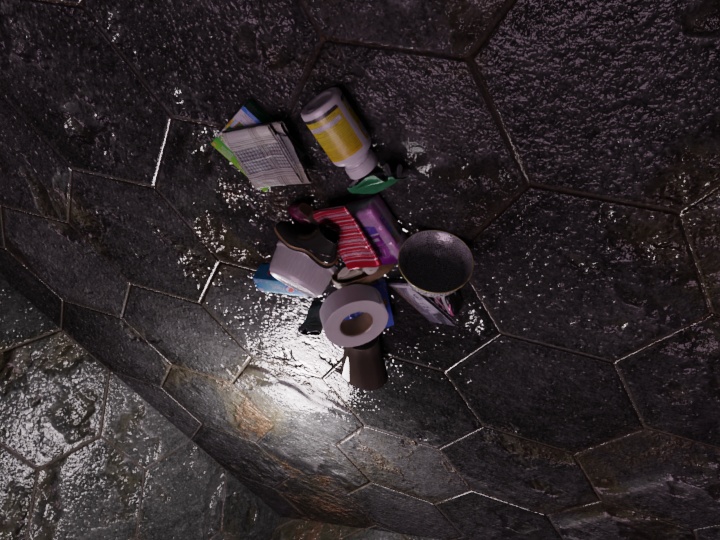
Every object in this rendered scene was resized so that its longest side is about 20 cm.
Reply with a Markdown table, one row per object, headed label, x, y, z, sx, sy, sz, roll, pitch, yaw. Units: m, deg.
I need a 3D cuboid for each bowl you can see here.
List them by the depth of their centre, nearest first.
| label | x | y | z | sx | sy | sz | roll | pitch | yaw |
| --- | --- | --- | --- | --- | --- | --- | --- | --- | --- |
| bowl | 0.193 | 0.001 | 1.588 | 0.198 | 0.202 | 0.095 | 17 | 145 | 11 |

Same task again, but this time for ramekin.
| label | x | y | z | sx | sy | sz | roll | pitch | yaw |
| --- | --- | --- | --- | --- | --- | --- | --- | --- | --- |
| ramekin | -0.178 | -0.002 | 1.803 | 0.198 | 0.106 | 0.200 | 25 | 169 | 5 |

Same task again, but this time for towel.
| label | x | y | z | sx | sy | sz | roll | pitch | yaw |
| --- | --- | --- | --- | --- | --- | --- | --- | --- | --- |
| towel | -0.243 | -0.292 | 1.564 | 0.197 | 0.035 | 0.194 | -1 | 134 | 30 |
| towel | -0.036 | -0.086 | 1.643 | 0.143 | 0.023 | 0.201 | -2 | 129 | 48 |

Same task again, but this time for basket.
| label | x | y | z | sx | sy | sz | roll | pitch | yaw |
| --- | --- | --- | --- | --- | --- | --- | --- | --- | --- |
| basket | 0.011 | 0.294 | 2.079 | 0.178 | 0.137 | 0.202 | 18 | 138 | 19 |

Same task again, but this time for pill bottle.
| label | x | y | z | sx | sy | sz | roll | pitch | yaw |
| --- | --- | --- | --- | --- | --- | --- | --- | --- | --- |
| pill bottle | -0.043 | -0.318 | 1.426 | 0.110 | 0.112 | 0.201 | -12 | 128 | 38 |

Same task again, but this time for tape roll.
| label | x | y | z | sx | sy | sz | roll | pitch | yaw |
| --- | --- | --- | --- | --- | --- | --- | --- | --- | --- |
| tape roll | -0.019 | 0.135 | 1.794 | 0.199 | 0.071 | 0.204 | -11 | 134 | -11 |

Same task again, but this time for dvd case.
| label | x | y | z | sx | sy | sz | roll | pitch | yaw |
| --- | --- | --- | --- | --- | --- | --- | --- | --- | --- |
| dvd case | 0.178 | 0.095 | 1.798 | 0.200 | 0.016 | 0.148 | 42 | 166 | -18 |

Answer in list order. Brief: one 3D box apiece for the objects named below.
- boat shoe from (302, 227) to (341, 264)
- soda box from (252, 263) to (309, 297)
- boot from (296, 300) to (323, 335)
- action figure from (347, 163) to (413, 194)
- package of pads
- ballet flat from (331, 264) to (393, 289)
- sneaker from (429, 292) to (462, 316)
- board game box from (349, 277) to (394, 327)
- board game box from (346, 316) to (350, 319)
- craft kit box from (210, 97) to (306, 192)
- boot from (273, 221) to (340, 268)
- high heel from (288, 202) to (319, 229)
| label | x | y | z | sx | sy | sz | roll | pitch | yaw |
| --- | --- | --- | --- | --- | --- | --- | --- | --- | --- |
| boat shoe | -0.137 | -0.095 | 1.778 | 0.198 | 0.070 | 0.071 | 27 | 105 | -6 |
| soda box | -0.249 | 0.031 | 1.973 | 0.197 | 0.068 | 0.065 | 7 | 139 | 23 |
| boot | -0.112 | 0.161 | 1.993 | 0.198 | 0.132 | 0.068 | -11 | 130 | 37 |
| action figure | 0.026 | -0.225 | 1.522 | 0.117 | 0.056 | 0.199 | 0 | 174 | -35 |
| package of pads | 0.043 | -0.107 | 1.646 | 0.119 | 0.076 | 0.201 | -8 | 130 | 41 |
| ballet flat | 0.000 | 0.000 | 1.756 | 0.197 | 0.069 | 0.072 | -19 | 151 | 21 |
| sneaker | 0.221 | 0.051 | 1.728 | 0.085 | 0.081 | 0.202 | 9 | 134 | 36 |
| board game box | 0.025 | 0.112 | 1.873 | 0.133 | 0.045 | 0.202 | -18 | 135 | -4 |
| board game box | -0.017 | 0.127 | 1.934 | 0.197 | 0.039 | 0.159 | -23 | 136 | 1 |
| craft kit box | -0.273 | -0.326 | 1.603 | 0.200 | 0.049 | 0.197 | 42 | 137 | -19 |
| boot | -0.142 | -0.105 | 1.659 | 0.198 | 0.078 | 0.139 | 28 | 149 | 3 |
| high heel | -0.117 | -0.130 | 1.741 | 0.200 | 0.068 | 0.096 | 42 | 163 | -21 |
